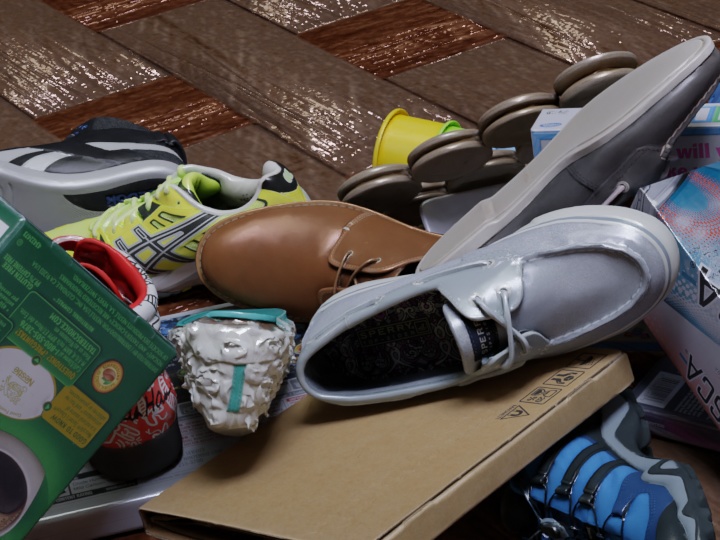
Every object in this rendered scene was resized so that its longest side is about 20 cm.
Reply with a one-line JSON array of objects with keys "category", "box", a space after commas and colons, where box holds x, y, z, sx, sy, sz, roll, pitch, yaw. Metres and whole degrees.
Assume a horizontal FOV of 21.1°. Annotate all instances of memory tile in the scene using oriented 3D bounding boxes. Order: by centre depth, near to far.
[{"category": "memory tile", "box": [0.095, -0.070, 1.151, 0.199, 0.017, 0.153, -24, -18, 25]}]

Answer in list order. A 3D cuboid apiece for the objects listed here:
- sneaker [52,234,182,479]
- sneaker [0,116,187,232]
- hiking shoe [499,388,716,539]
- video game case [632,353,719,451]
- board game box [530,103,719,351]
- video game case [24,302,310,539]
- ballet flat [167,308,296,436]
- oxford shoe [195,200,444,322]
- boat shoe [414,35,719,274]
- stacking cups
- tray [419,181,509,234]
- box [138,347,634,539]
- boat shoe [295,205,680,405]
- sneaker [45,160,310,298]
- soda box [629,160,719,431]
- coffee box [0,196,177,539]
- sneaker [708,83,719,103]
[{"category": "sneaker", "box": [-0.162, 0.023, 1.044, 0.067, 0.109, 0.201, -22, 33, -27]}, {"category": "sneaker", "box": [-0.213, -0.057, 1.291, 0.199, 0.074, 0.112, -1, 24, -11]}, {"category": "hiking shoe", "box": [0.113, 0.120, 0.923, 0.086, 0.075, 0.200, -16, 20, -5]}, {"category": "video game case", "box": [0.260, 0.066, 1.041, 0.199, 0.019, 0.143, 14, 34, 30]}, {"category": "board game box", "box": [0.198, -0.022, 1.048, 0.199, 0.135, 0.034, 0, 25, 19]}, {"category": "video game case", "box": [-0.102, 0.078, 1.071, 0.199, 0.023, 0.182, -12, 30, -11]}, {"category": "ballet flat", "box": [-0.068, 0.052, 1.004, 0.071, 0.072, 0.200, -5, 0, -1]}, {"category": "oxford shoe", "box": [0.000, 0.000, 1.084, 0.199, 0.072, 0.071, 6, 6, 9]}, {"category": "boat shoe", "box": [0.117, -0.041, 1.006, 0.200, 0.057, 0.067, -40, 14, 17]}, {"category": "stacking cups", "box": [0.110, -0.061, 1.261, 0.199, 0.061, 0.061, 12, 32, 21]}, {"category": "tray", "box": [0.141, -0.012, 1.159, 0.199, 0.022, 0.108, -12, 66, -14]}, {"category": "box", "box": [0.013, 0.086, 0.953, 0.163, 0.021, 0.200, 3, 27, 47]}, {"category": "boat shoe", "box": [0.059, 0.027, 0.948, 0.200, 0.070, 0.072, -17, 17, 23]}, {"category": "sneaker", "box": [-0.117, -0.029, 1.200, 0.199, 0.077, 0.076, -6, 29, 17]}, {"category": "soda box", "box": [0.204, 0.044, 0.953, 0.063, 0.069, 0.201, -19, 60, -25]}, {"category": "coffee box", "box": [-0.191, 0.076, 0.892, 0.200, 0.123, 0.044, -51, 42, -6]}, {"category": "sneaker", "box": [0.258, -0.095, 1.296, 0.078, 0.066, 0.200, 5, 27, 40]}]
